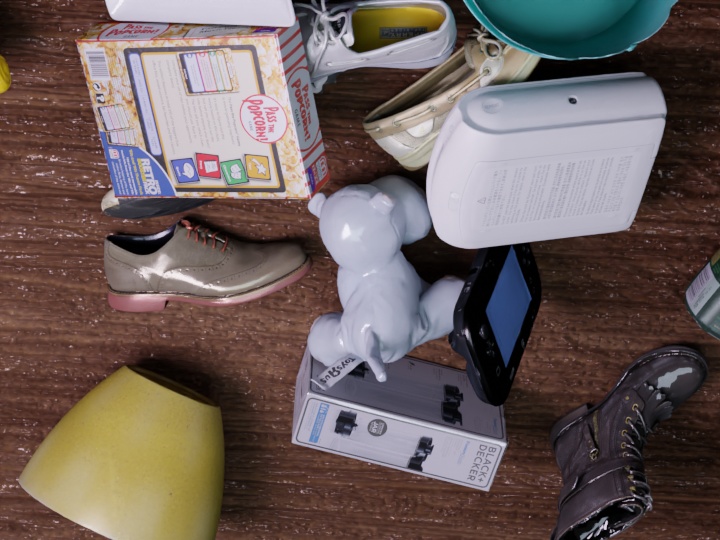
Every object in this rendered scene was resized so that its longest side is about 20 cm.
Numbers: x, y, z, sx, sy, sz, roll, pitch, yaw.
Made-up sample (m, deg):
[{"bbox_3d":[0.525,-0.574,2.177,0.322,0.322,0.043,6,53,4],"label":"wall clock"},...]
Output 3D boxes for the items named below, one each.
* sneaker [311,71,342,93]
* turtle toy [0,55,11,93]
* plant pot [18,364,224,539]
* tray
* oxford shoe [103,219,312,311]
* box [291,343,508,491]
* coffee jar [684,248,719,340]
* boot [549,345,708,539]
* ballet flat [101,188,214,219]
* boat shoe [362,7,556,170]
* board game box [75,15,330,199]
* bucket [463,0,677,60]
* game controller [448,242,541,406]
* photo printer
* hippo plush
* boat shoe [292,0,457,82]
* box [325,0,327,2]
[{"bbox_3d":[-0.109,-0.175,1.683,0.199,0.067,0.091,-21,119,14],"label":"sneaker"},{"bbox_3d":[-0.389,-0.218,1.641,0.145,0.101,0.201,-16,117,10],"label":"turtle toy"},{"bbox_3d":[-0.208,0.175,1.821,0.199,0.200,0.143,25,90,-13],"label":"plant pot"},{"bbox_3d":[-0.141,-0.259,1.582,0.199,0.022,0.108,7,123,33],"label":"tray"},{"bbox_3d":[-0.145,-0.011,1.773,0.198,0.071,0.075,-8,113,3],"label":"oxford shoe"},{"bbox_3d":[0.038,0.135,1.824,0.198,0.117,0.061,14,118,-8],"label":"box"},{"bbox_3d":[0.393,-0.021,1.754,0.104,0.086,0.201,27,116,-11],"label":"coffee jar"},{"bbox_3d":[0.259,0.176,1.811,0.200,0.175,0.069,-38,112,19],"label":"boot"},{"bbox_3d":[-0.147,-0.094,1.745,0.198,0.066,0.057,-20,76,10],"label":"ballet flat"},{"bbox_3d":[0.089,-0.173,1.683,0.063,0.073,0.200,37,120,-23],"label":"boat shoe"},{"bbox_3d":[-0.136,-0.138,1.635,0.198,0.046,0.153,2,118,25],"label":"board game box"},{"bbox_3d":[0.168,-0.272,1.559,0.205,0.135,0.209,0,95,-1],"label":"bucket"},{"bbox_3d":[0.127,0.033,1.725,0.042,0.200,0.105,-17,117,29],"label":"game controller"},{"bbox_3d":[0.157,-0.095,1.678,0.198,0.070,0.167,-7,143,-13],"label":"photo printer"},{"bbox_3d":[0.000,0.000,1.739,0.158,0.199,0.162,-10,101,41],"label":"hippo plush"},{"bbox_3d":[-0.017,-0.203,1.616,0.200,0.086,0.075,-2,74,2],"label":"boat shoe"},{"bbox_3d":[-0.034,-0.345,1.605,0.136,0.039,0.200,-33,114,18],"label":"box"}]
